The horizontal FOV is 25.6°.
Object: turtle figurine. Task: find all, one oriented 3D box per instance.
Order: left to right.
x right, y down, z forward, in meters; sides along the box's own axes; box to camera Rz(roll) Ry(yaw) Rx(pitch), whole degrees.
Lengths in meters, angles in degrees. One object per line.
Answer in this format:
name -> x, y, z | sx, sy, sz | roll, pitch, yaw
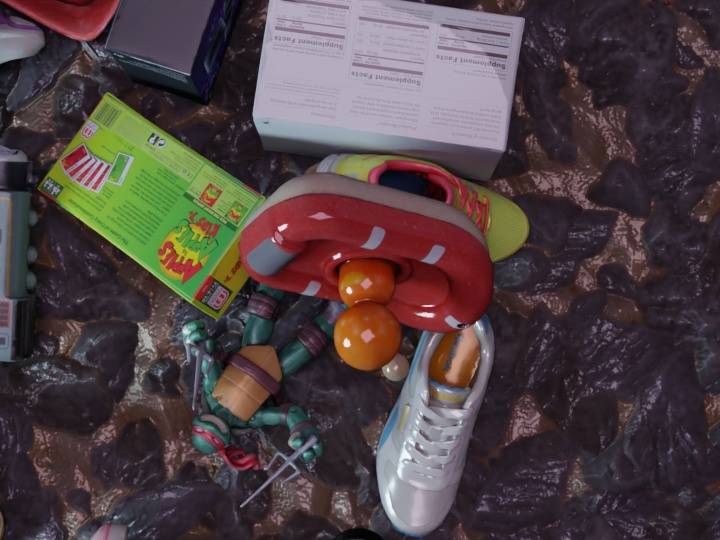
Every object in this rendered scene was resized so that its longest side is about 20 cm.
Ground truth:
turtle figurine -> -0.089, 0.086, 1.312 | 0.150, 0.101, 0.200 | 38, 70, -15

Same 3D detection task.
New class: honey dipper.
honey dipper -> 0.000, 0.000, 1.315 | 0.038, 0.038, 0.200 | -21, 66, -1

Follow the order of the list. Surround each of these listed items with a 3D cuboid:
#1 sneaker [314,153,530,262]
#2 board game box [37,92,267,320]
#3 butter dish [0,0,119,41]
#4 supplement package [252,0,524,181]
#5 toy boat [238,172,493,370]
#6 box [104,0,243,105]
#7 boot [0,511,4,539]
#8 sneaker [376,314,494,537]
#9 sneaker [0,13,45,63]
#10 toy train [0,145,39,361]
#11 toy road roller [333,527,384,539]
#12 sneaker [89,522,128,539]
sneaker -> 0.064, -0.048, 1.300 | 0.200, 0.090, 0.078 | 11, 81, -29
board game box -> -0.164, -0.055, 1.302 | 0.200, 0.048, 0.102 | 34, 87, 32
butter dish -> -0.267, -0.325, 1.315 | 0.199, 0.148, 0.200 | 29, 87, 1
supplement package -> 0.021, -0.149, 1.297 | 0.200, 0.156, 0.111 | 9, 84, 1
toy boat -> 0.007, 0.014, 1.210 | 0.200, 0.130, 0.131 | 13, 62, -26
box -> -0.135, -0.252, 1.313 | 0.079, 0.141, 0.200 | 18, 87, -1
boot -> -0.379, 0.158, 1.280 | 0.073, 0.155, 0.200 | -40, 87, -2
sneaker -> 0.060, 0.123, 1.318 | 0.076, 0.081, 0.200 | 13, 88, -1
sneaker -> -0.365, -0.167, 1.355 | 0.200, 0.075, 0.100 | -11, 109, -3
toy train -> -0.327, -0.011, 1.325 | 0.114, 0.085, 0.200 | 3, 94, -5
toy road roller -> 0.034, 0.312, 1.292 | 0.200, 0.123, 0.146 | 18, 101, 2
sneaker -> -0.270, 0.289, 1.311 | 0.104, 0.075, 0.201 | 24, 91, -3
